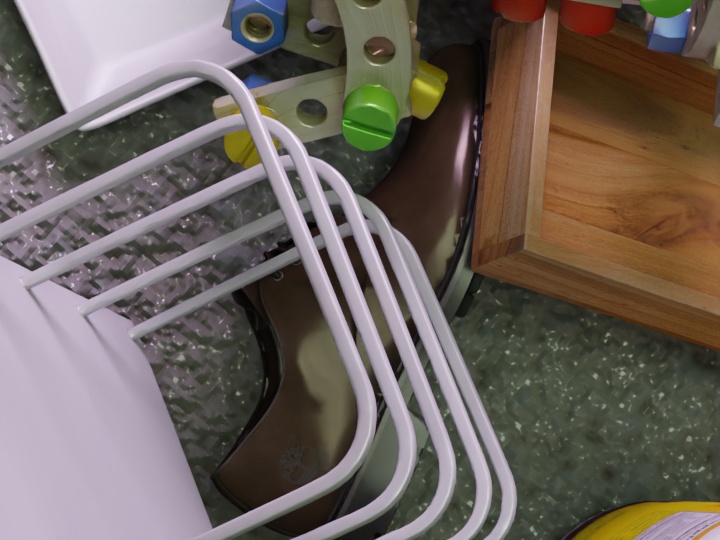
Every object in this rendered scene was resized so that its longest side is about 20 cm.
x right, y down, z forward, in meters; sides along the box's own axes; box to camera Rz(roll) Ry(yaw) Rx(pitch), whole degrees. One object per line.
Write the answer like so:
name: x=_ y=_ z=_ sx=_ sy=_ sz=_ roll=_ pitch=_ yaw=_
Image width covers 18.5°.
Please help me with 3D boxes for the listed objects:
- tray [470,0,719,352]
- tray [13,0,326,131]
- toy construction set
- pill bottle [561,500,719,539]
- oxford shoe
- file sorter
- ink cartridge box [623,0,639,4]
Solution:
tray: x=0.134 y=-0.022 z=0.819 sx=0.200 sy=0.037 sz=0.099 roll=17 pitch=68 yaw=-28
tray: x=-0.040 y=-0.137 z=0.838 sx=0.200 sy=0.022 sz=0.107 roll=-25 pitch=90 yaw=-13
toy construction set: x=0.056 y=-0.089 z=0.707 sx=0.200 sy=0.092 sz=0.131 roll=0 pitch=125 yaw=-12
pill bottle: x=0.131 y=0.134 z=0.759 sx=0.109 sy=0.200 sz=0.109 roll=1 pitch=85 yaw=-13
oxford shoe: x=0.000 y=0.000 z=0.810 sx=0.084 sy=0.073 sz=0.200 roll=22 pitch=79 yaw=-5
file sorter: x=-0.043 y=0.038 z=0.680 sx=0.125 sy=0.200 sz=0.139 roll=-25 pitch=72 yaw=9
ink cartridge box: x=0.049 y=-0.158 z=0.786 sx=0.200 sy=0.067 sz=0.116 roll=5 pitch=41 yaw=-13
